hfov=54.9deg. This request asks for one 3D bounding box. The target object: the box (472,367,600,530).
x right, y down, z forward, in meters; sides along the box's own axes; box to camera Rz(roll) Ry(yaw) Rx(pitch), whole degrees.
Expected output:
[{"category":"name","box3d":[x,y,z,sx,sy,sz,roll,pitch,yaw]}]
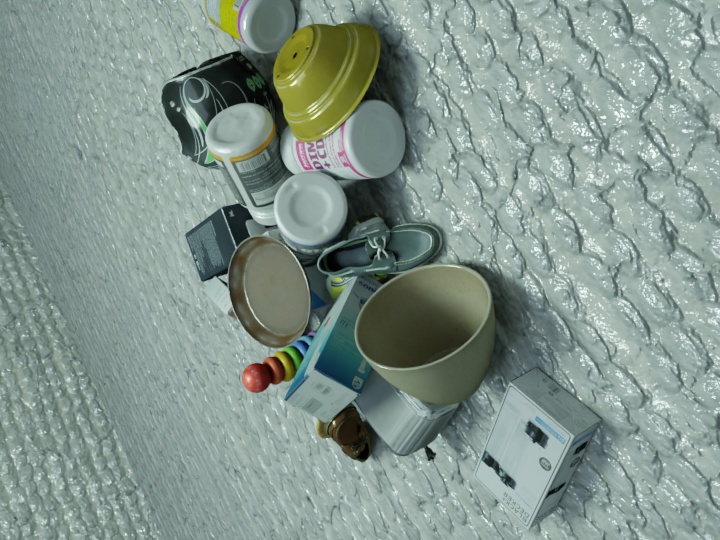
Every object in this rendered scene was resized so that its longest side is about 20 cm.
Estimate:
[{"category":"box","box3d":[0.241,0.251,0.970,0.117,0.060,0.201,41,135,35]}]

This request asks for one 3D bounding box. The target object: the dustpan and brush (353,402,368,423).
[{"category":"dustpan and brush","box3d":[0.010,0.204,1.250,0.139,0.057,0.201,1,106,52]}]

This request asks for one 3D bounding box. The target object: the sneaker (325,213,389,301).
[{"category":"sneaker","box3d":[0.000,0.000,1.160,0.076,0.075,0.200,51,141,25]}]

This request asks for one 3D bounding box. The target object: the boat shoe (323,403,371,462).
[{"category":"boat shoe","box3d":[-0.012,0.302,1.276,0.068,0.072,0.200,43,169,25]}]

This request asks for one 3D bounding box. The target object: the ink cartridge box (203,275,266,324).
[{"category":"ink cartridge box","box3d":[-0.199,0.104,1.388,0.044,0.200,0.173,-50,54,-1]}]

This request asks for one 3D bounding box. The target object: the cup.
[{"category":"cup","box3d":[0.109,0.109,0.995,0.200,0.200,0.144,22,148,46]}]

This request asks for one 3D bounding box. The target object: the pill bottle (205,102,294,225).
[{"category":"pill bottle","box3d":[-0.176,-0.176,1.185,0.116,0.116,0.200,41,163,34]}]

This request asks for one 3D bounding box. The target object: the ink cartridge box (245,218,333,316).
[{"category":"ink cartridge box","box3d":[-0.117,-0.021,1.267,0.068,0.116,0.201,-28,84,53]}]

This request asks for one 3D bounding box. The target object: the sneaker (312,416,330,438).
[{"category":"sneaker","box3d":[-0.074,0.239,1.344,0.088,0.075,0.201,-114,20,-44]}]

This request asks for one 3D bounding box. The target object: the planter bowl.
[{"category":"planter bowl","box3d":[-0.069,-0.298,1.022,0.200,0.083,0.201,-28,48,36]}]

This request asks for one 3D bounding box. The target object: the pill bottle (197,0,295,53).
[{"category":"pill bottle","box3d":[-0.207,-0.457,1.200,0.200,0.104,0.105,41,134,36]}]

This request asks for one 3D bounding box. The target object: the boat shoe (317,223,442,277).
[{"category":"boat shoe","box3d":[0.026,-0.025,1.061,0.199,0.062,0.073,-10,93,22]}]

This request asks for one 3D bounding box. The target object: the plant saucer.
[{"category":"plant saucer","box3d":[-0.154,0.035,1.210,0.199,0.032,0.201,11,108,36]}]

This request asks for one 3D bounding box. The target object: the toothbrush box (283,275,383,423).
[{"category":"toothbrush box","box3d":[-0.028,0.123,1.117,0.085,0.200,0.146,31,144,-7]}]

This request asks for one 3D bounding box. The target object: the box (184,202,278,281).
[{"category":"box","box3d":[-0.233,-0.065,1.372,0.200,0.148,0.108,-22,88,54]}]

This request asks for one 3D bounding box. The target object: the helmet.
[{"category":"helmet","box3d":[-0.251,-0.283,1.265,0.200,0.200,0.191,9,127,51]}]

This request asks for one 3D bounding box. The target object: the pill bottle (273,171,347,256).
[{"category":"pill bottle","box3d":[-0.079,-0.084,1.133,0.200,0.113,0.114,111,137,-84]}]

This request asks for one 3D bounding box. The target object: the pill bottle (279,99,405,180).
[{"category":"pill bottle","box3d":[-0.034,-0.198,1.082,0.200,0.113,0.114,5,110,52]}]

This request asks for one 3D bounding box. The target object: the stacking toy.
[{"category":"stacking toy","box3d":[-0.133,0.173,1.303,0.085,0.199,0.086,25,124,44]}]

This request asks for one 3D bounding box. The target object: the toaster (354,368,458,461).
[{"category":"toaster","box3d":[0.075,0.203,1.121,0.200,0.113,0.129,53,138,25]}]
